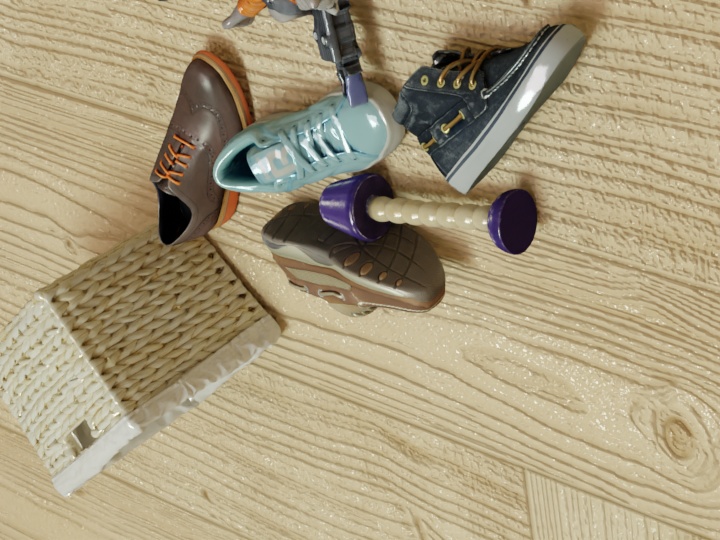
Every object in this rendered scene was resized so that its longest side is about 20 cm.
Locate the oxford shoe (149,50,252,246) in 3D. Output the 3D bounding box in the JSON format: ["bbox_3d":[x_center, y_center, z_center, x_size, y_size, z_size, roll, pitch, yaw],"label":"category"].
[{"bbox_3d":[-0.143,-0.100,1.781,0.071,0.072,0.201,32,139,25],"label":"oxford shoe"}]

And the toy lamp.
[{"bbox_3d":[0.050,-0.047,1.641,0.199,0.058,0.059,8,126,40],"label":"toy lamp"}]

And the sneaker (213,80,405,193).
[{"bbox_3d":[-0.046,-0.096,1.675,0.199,0.082,0.074,-17,109,50],"label":"sneaker"}]

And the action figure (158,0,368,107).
[{"bbox_3d":[-0.069,-0.211,1.584,0.193,0.104,0.202,11,122,58],"label":"action figure"}]

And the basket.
[{"bbox_3d":[-0.217,0.074,1.910,0.161,0.199,0.198,55,143,3],"label":"basket"}]

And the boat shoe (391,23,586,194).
[{"bbox_3d":[0.087,-0.137,1.508,0.091,0.071,0.200,43,145,4],"label":"boat shoe"}]

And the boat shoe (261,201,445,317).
[{"bbox_3d":[0.000,0.000,1.724,0.199,0.076,0.072,24,140,45],"label":"boat shoe"}]
